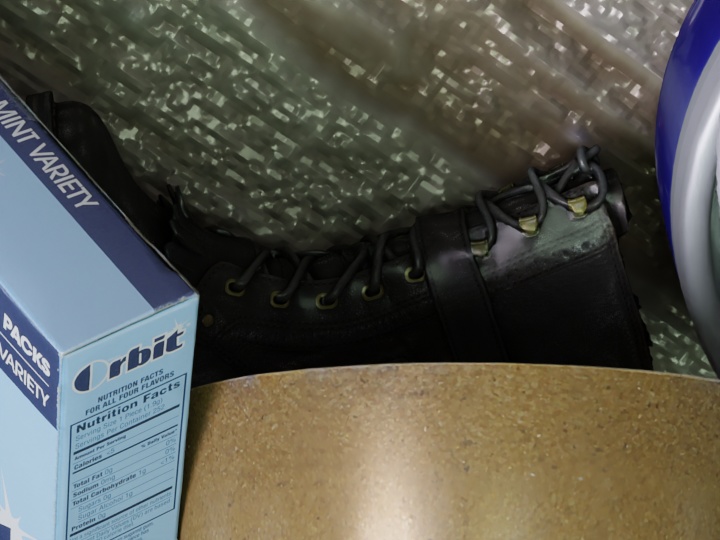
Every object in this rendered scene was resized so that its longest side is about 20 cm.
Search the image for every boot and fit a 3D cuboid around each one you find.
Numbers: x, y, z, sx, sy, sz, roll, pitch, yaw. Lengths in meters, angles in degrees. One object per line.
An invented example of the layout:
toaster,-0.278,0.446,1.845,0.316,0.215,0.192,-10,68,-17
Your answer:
boot,0.000,0.000,0.791,0.173,0.069,0.201,-22,122,7

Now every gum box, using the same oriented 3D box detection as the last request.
gum box,-0.116,0.031,0.713,0.044,0.170,0.201,-24,144,-29

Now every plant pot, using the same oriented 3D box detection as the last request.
plant pot,0.037,0.138,0.683,0.185,0.186,0.201,1,77,-2

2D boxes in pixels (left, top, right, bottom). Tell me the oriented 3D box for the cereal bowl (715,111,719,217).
cereal bowl,0.185,-0.038,0.657,0.199,0.083,0.201,-2,106,-7

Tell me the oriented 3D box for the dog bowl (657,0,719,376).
dog bowl,0.192,-0.030,0.763,0.199,0.079,0.201,0,113,-1
